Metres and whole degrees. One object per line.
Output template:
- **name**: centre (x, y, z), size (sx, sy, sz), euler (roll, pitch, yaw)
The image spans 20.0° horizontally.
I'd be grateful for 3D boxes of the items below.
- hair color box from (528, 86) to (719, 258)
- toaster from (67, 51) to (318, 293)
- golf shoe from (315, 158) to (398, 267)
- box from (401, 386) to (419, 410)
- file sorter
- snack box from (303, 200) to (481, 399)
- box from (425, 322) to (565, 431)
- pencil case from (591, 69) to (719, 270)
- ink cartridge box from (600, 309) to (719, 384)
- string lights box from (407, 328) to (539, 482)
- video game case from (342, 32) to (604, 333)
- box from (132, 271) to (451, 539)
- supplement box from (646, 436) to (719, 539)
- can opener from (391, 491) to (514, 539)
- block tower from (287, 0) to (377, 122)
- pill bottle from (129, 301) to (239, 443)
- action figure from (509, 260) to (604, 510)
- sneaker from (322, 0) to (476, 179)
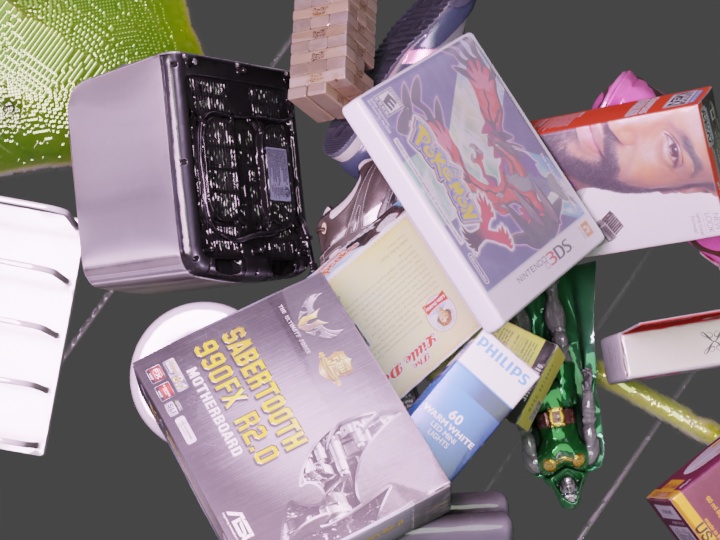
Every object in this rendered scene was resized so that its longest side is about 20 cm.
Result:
- **hair color box**: centre (0.198, -0.073, 1.663), size (0.199, 0.064, 0.112), euler (-10, 104, 24)
- **toaster**: centre (-0.129, -0.067, 1.632), size (0.118, 0.180, 0.202), euler (-9, 86, 31)
- **golf shoe**: centre (0.000, 0.000, 1.653), size (0.094, 0.078, 0.201), euler (20, 78, 39)
- **box**: centre (0.014, 0.197, 1.656), size (0.105, 0.122, 0.202), euler (-13, 86, -5)
- **file sorter**: centre (-0.311, 0.040, 1.653), size (0.138, 0.125, 0.202), euler (10, 85, -1)
- **snack box**: centre (0.034, 0.019, 1.589), size (0.200, 0.037, 0.117), euler (-40, 108, -18)
- **box**: centre (0.063, 0.054, 1.679), size (0.199, 0.050, 0.076), euler (26, 84, 17)
- **pencil case**: centre (0.272, -0.076, 1.715), size (0.200, 0.091, 0.094), euler (39, 119, 3)
- **ink cartridge box**: centre (0.307, 0.054, 1.657), size (0.198, 0.174, 0.044), euler (-9, 86, -3)
- **string lights box**: centre (0.045, 0.140, 1.550), size (0.059, 0.103, 0.200), euler (41, 84, 3)
- **video game case**: centre (0.091, -0.072, 1.570), size (0.023, 0.182, 0.201), euler (-33, 92, 39)
- **box**: centre (-0.050, 0.118, 1.454), size (0.158, 0.048, 0.201), euler (-25, 61, -11)
- **supplement box**: centre (0.345, 0.159, 1.682), size (0.200, 0.110, 0.086), euler (-38, 88, -6)
- **can opener**: centre (0.010, 0.201, 1.474), size (0.198, 0.053, 0.067), euler (-3, 117, -3)
- **block tower**: centre (-0.021, -0.227, 1.695), size (0.054, 0.058, 0.202), euler (-7, 69, 25)
- **pill bottle**: centre (-0.121, 0.087, 1.620), size (0.113, 0.200, 0.115), euler (0, 85, -3)
- **action figure**: centre (0.159, 0.100, 1.707), size (0.117, 0.055, 0.202), euler (-11, 85, 4)
- **sneaker**: centre (0.050, -0.157, 1.727), size (0.082, 0.070, 0.201), euler (39, 81, -24)
